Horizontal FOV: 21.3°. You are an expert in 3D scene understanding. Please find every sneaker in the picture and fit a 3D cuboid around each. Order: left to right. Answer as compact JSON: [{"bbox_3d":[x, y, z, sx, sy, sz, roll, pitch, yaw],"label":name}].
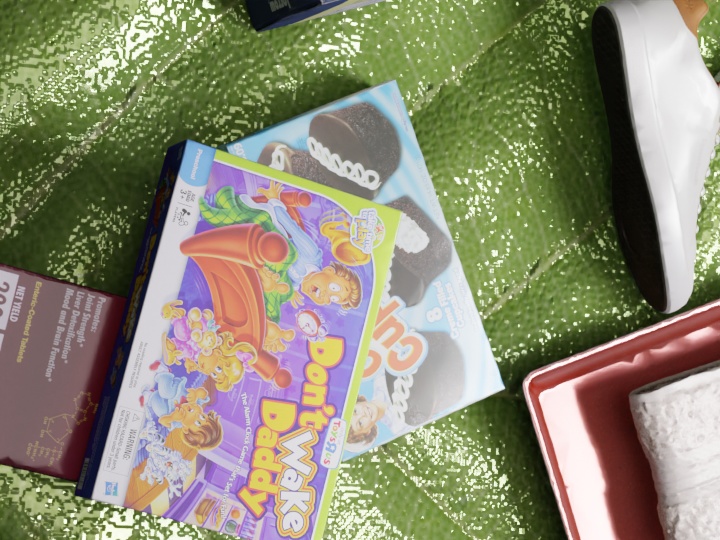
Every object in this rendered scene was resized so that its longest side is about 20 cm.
[{"bbox_3d":[0.202,-0.074,1.193,0.084,0.073,0.202,-13,106,-15],"label":"sneaker"}]

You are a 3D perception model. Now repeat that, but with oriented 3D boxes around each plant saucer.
[{"bbox_3d":[0.209,0.129,1.226,0.198,0.037,0.201,-19,96,-19],"label":"plant saucer"}]

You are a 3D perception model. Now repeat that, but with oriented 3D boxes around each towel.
[{"bbox_3d":[0.272,0.112,1.212,0.198,0.034,0.134,-17,95,-19],"label":"towel"}]

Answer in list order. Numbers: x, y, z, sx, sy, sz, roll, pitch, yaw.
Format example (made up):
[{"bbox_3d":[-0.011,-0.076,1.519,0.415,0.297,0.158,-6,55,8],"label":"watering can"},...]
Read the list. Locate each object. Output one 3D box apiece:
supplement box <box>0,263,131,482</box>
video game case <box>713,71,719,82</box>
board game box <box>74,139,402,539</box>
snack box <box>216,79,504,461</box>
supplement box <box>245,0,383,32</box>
[{"bbox_3d":[-0.142,0.069,1.091,0.198,0.061,0.110,15,84,-20],"label":"supplement box"},{"bbox_3d":[0.352,-0.111,1.286,0.182,0.023,0.200,-46,104,-14],"label":"video game case"},{"bbox_3d":[-0.066,0.045,1.064,0.133,0.045,0.202,17,81,-19],"label":"board game box"},{"bbox_3d":[0.000,0.000,1.153,0.115,0.037,0.202,-23,97,-18],"label":"snack box"},{"bbox_3d":[0.020,-0.263,1.111,0.198,0.134,0.202,-17,95,-19],"label":"supplement box"}]
